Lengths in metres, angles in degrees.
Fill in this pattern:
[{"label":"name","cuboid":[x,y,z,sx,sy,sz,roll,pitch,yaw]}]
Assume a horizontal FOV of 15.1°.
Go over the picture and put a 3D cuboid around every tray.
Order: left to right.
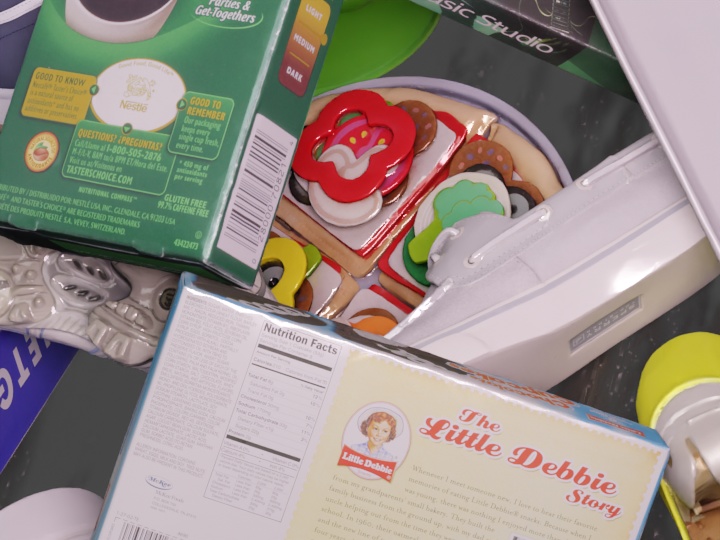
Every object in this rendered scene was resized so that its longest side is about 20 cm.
[{"label":"tray","cuboid":[0.138,-0.095,1.107,0.107,0.022,0.201,-19,80,-36]}]

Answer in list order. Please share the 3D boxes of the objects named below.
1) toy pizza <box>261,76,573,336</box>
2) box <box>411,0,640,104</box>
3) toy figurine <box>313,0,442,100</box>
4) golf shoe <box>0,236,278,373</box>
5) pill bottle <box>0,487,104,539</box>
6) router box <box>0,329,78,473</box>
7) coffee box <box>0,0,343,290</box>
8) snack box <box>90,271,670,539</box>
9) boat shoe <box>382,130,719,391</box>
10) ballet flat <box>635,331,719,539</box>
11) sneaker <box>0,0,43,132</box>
[{"label":"toy pizza","cuboid":[0.000,0.000,1.180,0.199,0.032,0.201,-10,61,18]},{"label":"box","cuboid":[0.089,-0.160,1.148,0.199,0.036,0.145,22,69,-15]},{"label":"toy figurine","cuboid":[-0.065,-0.182,1.241,0.199,0.150,0.185,-26,53,26]},{"label":"golf shoe","cuboid":[-0.117,0.006,1.154,0.199,0.097,0.079,24,83,26]},{"label":"pill bottle","cuboid":[-0.083,0.183,1.069,0.120,0.120,0.200,-42,56,-2]},{"label":"router box","cuboid":[-0.234,0.065,1.174,0.179,0.049,0.200,-7,27,19]},{"label":"coffee box","cuboid":[-0.069,-0.100,1.081,0.122,0.044,0.201,10,79,32]},{"label":"snack box","cuboid":[0.007,0.087,1.044,0.199,0.037,0.117,19,98,-7]},{"label":"boat shoe","cuboid":[0.064,0.005,1.107,0.199,0.072,0.069,-32,65,-7]},{"label":"ballet flat","cuboid":[0.152,0.098,1.045,0.067,0.067,0.201,-24,58,11]},{"label":"sneaker","cuboid":[-0.194,-0.121,1.181,0.199,0.109,0.070,4,30,33]}]
